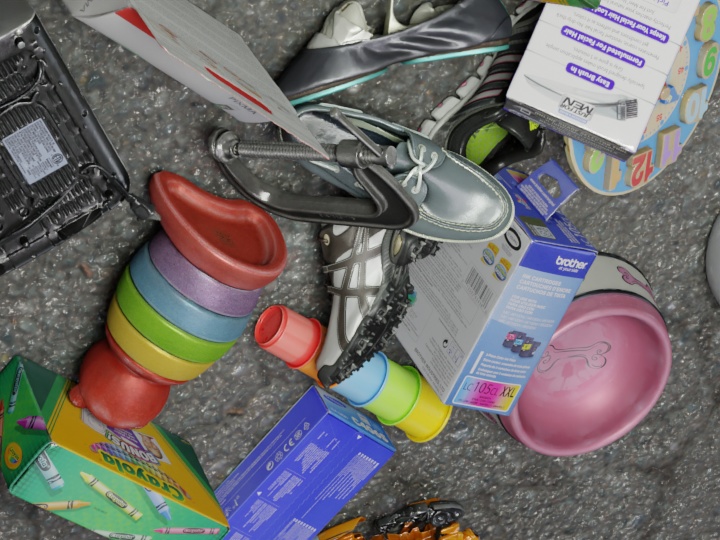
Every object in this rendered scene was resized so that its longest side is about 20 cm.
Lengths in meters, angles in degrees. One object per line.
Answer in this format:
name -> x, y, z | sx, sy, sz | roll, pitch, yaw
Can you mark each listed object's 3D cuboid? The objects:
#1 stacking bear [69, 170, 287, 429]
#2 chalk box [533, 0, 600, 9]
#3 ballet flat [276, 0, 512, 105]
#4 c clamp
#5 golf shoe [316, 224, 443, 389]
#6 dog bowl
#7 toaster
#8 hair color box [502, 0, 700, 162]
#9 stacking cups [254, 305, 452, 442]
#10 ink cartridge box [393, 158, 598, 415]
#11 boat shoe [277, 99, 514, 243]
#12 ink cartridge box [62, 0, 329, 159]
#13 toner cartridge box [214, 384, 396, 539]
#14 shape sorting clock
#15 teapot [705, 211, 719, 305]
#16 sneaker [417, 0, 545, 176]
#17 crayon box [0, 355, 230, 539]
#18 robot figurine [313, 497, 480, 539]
stacking bear -> -0.156, 0.041, 1.469 | 0.121, 0.114, 0.200 | 20, 117, -35
chalk box -> 0.093, -0.289, 1.320 | 0.200, 0.124, 0.124 | 26, 88, -36
ballet flat -> 0.019, -0.182, 1.424 | 0.199, 0.073, 0.073 | -16, 128, -7
c clamp -> -0.040, -0.080, 1.398 | 0.171, 0.199, 0.027 | 40, 63, -42
golf shoe -> 0.000, 0.000, 1.529 | 0.201, 0.094, 0.078 | -63, 163, 14
dog bowl -> 0.197, 0.085, 1.686 | 0.199, 0.074, 0.201 | -13, 127, -18
toaster -> -0.274, -0.090, 1.307 | 0.180, 0.119, 0.200 | -29, 130, -3
hair color box -> 0.198, -0.198, 1.419 | 0.109, 0.065, 0.201 | 24, 86, 3
stacking cups -> -0.004, 0.083, 1.602 | 0.200, 0.061, 0.061 | 34, 104, -36
ink cartridge box -> 0.112, 0.000, 1.544 | 0.076, 0.137, 0.201 | 9, 119, -32
boat shoe -> 0.028, -0.076, 1.431 | 0.199, 0.062, 0.073 | 25, 87, -1
ink cartridge box -> -0.122, -0.145, 1.288 | 0.161, 0.200, 0.050 | 31, 107, -37
toner cartridge box -> -0.070, 0.203, 1.661 | 0.200, 0.043, 0.095 | -47, 130, 11
shape sorting clock -> 0.240, -0.155, 1.529 | 0.200, 0.039, 0.201 | -30, 137, -32
teapot -> 0.426, -0.004, 1.686 | 0.197, 0.146, 0.201 | -20, 128, -12
sneaker -> 0.130, -0.139, 1.486 | 0.200, 0.088, 0.074 | -47, 129, 11
crayon box -> -0.210, 0.161, 1.514 | 0.058, 0.119, 0.200 | -48, 129, 12
robot figurine -> 0.017, 0.281, 1.748 | 0.199, 0.058, 0.145 | -19, 129, -12
